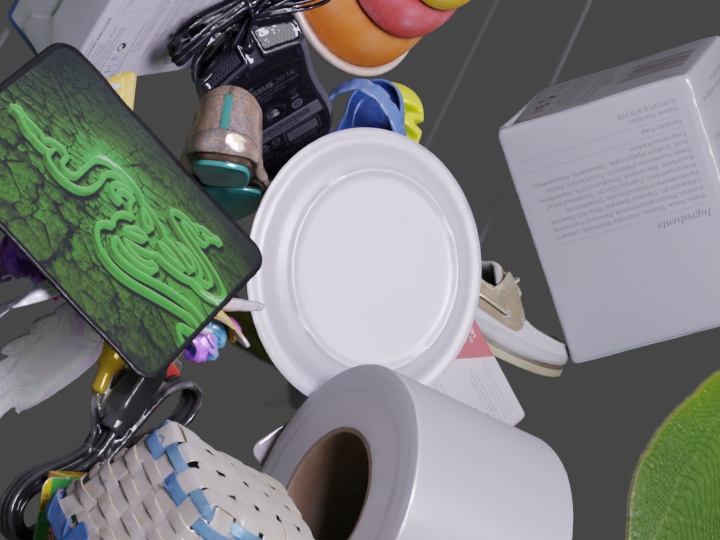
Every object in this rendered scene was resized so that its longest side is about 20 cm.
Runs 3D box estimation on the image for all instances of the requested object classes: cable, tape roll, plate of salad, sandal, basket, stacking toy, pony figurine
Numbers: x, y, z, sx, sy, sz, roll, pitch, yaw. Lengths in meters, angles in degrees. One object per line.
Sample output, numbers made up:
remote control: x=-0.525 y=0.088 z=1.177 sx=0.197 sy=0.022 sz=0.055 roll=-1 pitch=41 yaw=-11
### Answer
cable: x=-0.177 y=0.112 z=1.648 sx=0.201 sy=0.050 sz=0.097 roll=-54 pitch=134 yaw=-22
tape roll: x=0.028 y=0.180 z=1.637 sx=0.139 sy=0.202 sz=0.204 roll=26 pitch=64 yaw=-29
plate of salad: x=0.000 y=0.000 z=1.713 sx=0.199 sy=0.048 sz=0.202 roll=0 pitch=90 yaw=-33
sandal: x=0.004 y=-0.061 z=1.800 sx=0.087 sy=0.079 sz=0.202 roll=42 pitch=38 yaw=-59
basket: x=-0.133 y=0.208 z=1.556 sx=0.200 sy=0.139 sz=0.176 roll=-47 pitch=136 yaw=7
stacking toy: x=0.050 y=-0.232 z=1.808 sx=0.145 sy=0.199 sz=0.147 roll=9 pitch=77 yaw=-43
pony figurine: x=-0.182 y=-0.007 z=1.569 sx=0.192 sy=0.167 sz=0.201 roll=-23 pitch=71 yaw=-16

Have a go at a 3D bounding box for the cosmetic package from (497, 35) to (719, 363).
cosmetic package: x=0.231 y=-0.058 z=1.946 sx=0.167 sy=0.165 sz=0.201 roll=-42 pitch=114 yaw=-67

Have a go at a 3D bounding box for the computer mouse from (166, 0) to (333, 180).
computer mouse: x=-0.071 y=-0.143 z=1.725 sx=0.138 sy=0.053 sz=0.201 roll=-29 pitch=147 yaw=-13

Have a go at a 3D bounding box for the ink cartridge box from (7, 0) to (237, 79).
ink cartridge box: x=-0.125 y=-0.206 z=1.666 sx=0.199 sy=0.137 sz=0.077 roll=-12 pitch=59 yaw=-45

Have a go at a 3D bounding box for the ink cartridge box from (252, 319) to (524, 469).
ink cartridge box: x=0.009 y=0.114 z=1.774 sx=0.199 sy=0.067 sz=0.117 roll=-36 pitch=108 yaw=-22

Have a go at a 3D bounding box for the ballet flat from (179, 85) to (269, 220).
ballet flat: x=-0.091 y=-0.082 z=1.658 sx=0.067 sy=0.200 sz=0.068 roll=6 pitch=79 yaw=-8

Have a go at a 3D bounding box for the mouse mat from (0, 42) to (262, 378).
mouse mat: x=-0.161 y=-0.041 z=1.518 sx=0.200 sy=0.008 sz=0.161 roll=48 pitch=40 yaw=-5

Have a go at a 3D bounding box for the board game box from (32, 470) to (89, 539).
board game box: x=-0.149 y=0.187 z=1.638 sx=0.199 sy=0.030 sz=0.096 roll=8 pitch=92 yaw=-48

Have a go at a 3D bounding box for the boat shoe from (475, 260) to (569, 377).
boat shoe: x=0.096 y=0.027 z=1.886 sx=0.199 sy=0.075 sz=0.069 roll=24 pitch=89 yaw=-39
